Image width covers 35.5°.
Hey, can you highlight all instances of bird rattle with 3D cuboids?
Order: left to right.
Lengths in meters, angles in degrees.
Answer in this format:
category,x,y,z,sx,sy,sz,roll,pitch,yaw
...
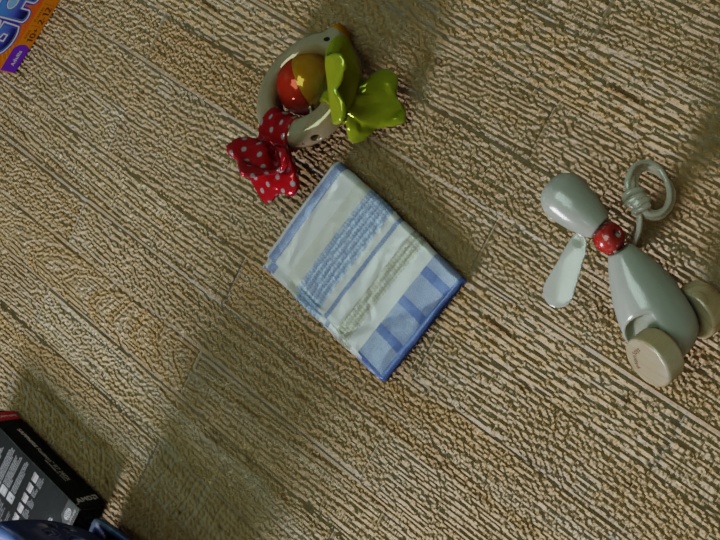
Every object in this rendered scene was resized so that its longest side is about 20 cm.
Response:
category,x,y,z,sx,sy,sz,roll,pitch,yaw
bird rattle,-0.053,-0.169,1.175,0.200,0.112,0.164,-33,48,31

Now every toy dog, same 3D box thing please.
category,x,y,z,sx,sy,sz,roll,pitch,yaw
toy dog,0.229,0.011,0.989,0.096,0.131,0.201,125,129,-62

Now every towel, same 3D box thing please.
category,x,y,z,sx,sy,sz,roll,pitch,yaw
towel,0.000,0.000,1.167,0.200,0.024,0.147,44,108,23

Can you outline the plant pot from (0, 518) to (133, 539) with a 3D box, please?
category,x,y,z,sx,sy,sz,roll,pitch,yaw
plant pot,-0.307,0.399,1.254,0.199,0.179,0.201,26,102,30

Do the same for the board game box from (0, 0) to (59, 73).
category,x,y,z,sx,sy,sz,roll,pitch,yaw
board game box,-0.499,-0.396,1.378,0.200,0.200,0.200,48,112,22

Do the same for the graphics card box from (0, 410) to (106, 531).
category,x,y,z,sx,sy,sz,roll,pitch,yaw
graphics card box,-0.415,0.281,1.398,0.200,0.051,0.126,35,106,28
